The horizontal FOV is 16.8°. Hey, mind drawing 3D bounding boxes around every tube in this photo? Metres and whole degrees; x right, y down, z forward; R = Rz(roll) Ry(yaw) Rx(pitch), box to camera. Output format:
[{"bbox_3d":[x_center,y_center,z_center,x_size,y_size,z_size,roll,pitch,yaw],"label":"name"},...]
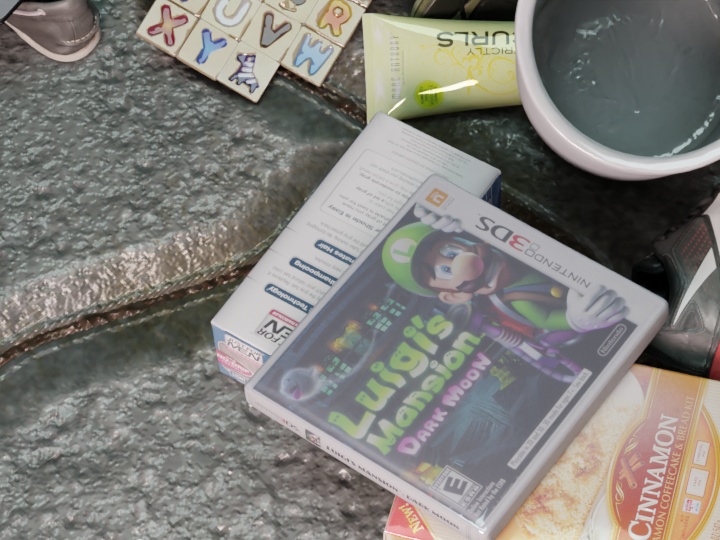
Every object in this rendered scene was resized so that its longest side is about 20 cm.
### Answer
[{"bbox_3d":[0.101,-0.142,1.679,0.198,0.052,0.058,-2,55,1],"label":"tube"}]

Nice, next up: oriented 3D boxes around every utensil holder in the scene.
[{"bbox_3d":[0.180,-0.141,1.553,0.169,0.200,0.171,0,89,3],"label":"utensil holder"}]

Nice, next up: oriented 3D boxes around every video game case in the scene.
[{"bbox_3d":[0.059,0.049,1.479,0.181,0.023,0.200,29,62,23],"label":"video game case"}]

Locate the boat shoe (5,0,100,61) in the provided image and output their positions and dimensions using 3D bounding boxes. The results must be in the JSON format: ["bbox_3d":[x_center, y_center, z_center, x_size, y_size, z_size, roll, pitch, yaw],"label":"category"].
[{"bbox_3d":[-0.270,-0.218,1.748,0.199,0.057,0.067,28,61,20],"label":"boat shoe"}]

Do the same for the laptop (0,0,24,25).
[{"bbox_3d":[-0.286,-0.296,1.715,0.186,0.116,0.200,18,48,19],"label":"laptop"}]

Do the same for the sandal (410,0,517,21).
[{"bbox_3d":[0.116,-0.230,1.700,0.200,0.080,0.057,-33,36,7],"label":"sandal"}]

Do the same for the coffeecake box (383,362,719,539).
[{"bbox_3d":[0.130,0.132,1.475,0.199,0.073,0.154,11,57,12],"label":"coffeecake box"}]

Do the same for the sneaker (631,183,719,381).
[{"bbox_3d":[0.229,-0.014,1.572,0.097,0.071,0.201,14,58,9],"label":"sneaker"}]

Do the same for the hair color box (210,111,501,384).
[{"bbox_3d":[0.000,0.000,1.581,0.100,0.061,0.200,27,60,20],"label":"hair color box"}]

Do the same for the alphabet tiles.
[{"bbox_3d":[-0.067,-0.226,1.725,0.166,0.006,0.201,30,77,3],"label":"alphabet tiles"}]
